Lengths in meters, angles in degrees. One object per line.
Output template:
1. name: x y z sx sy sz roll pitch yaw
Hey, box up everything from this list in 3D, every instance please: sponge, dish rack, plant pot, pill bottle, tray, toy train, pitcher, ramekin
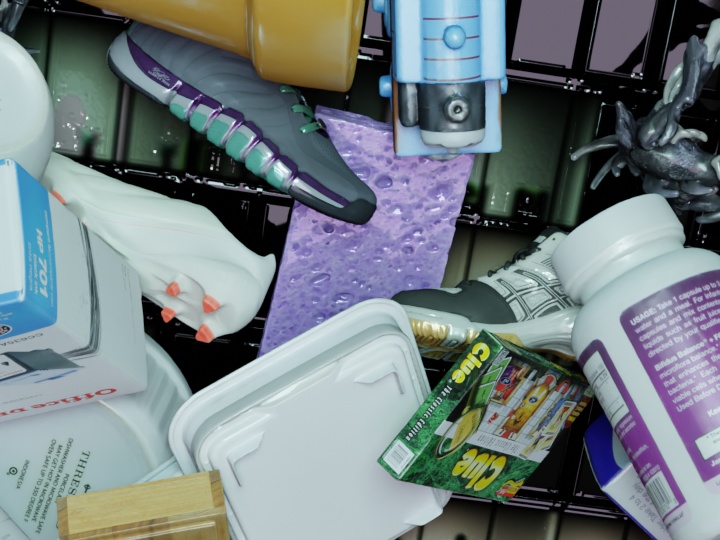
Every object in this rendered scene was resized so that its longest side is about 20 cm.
1. sponge: 0.000 0.000 1.061 0.110 0.030 0.202 12 107 -7
2. dish rack: -0.020 0.127 1.005 0.170 0.044 0.201 -28 133 -10
3. plant pot: -0.085 -0.213 0.906 0.181 0.200 0.203 6 108 1
4. pill bottle: 0.196 0.059 0.953 0.112 0.112 0.201 -28 71 7
5. tray: -0.125 0.209 0.991 0.097 0.037 0.201 -10 135 -7
6. toy train: 0.051 -0.163 0.962 0.086 0.114 0.202 -1 103 -1
7. pitcher: -0.243 -0.055 0.957 0.171 0.122 0.200 32 145 -20
8. ramekin: -0.208 0.131 1.061 0.200 0.094 0.205 0 107 -1

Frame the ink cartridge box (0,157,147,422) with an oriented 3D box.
1. ink cartridge box: -0.223 0.022 0.903 0.145 0.200 0.087 -13 69 8

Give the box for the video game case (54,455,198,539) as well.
1. video game case: -0.083 0.185 1.054 0.181 0.023 0.201 -35 136 -4

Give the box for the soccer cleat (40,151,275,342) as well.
1. soccer cleat: -0.149 -0.026 1.034 0.199 0.078 0.070 31 135 7

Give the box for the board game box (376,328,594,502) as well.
1. board game box: 0.088 0.099 1.019 0.023 0.200 0.105 44 99 26

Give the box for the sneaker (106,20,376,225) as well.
1. sneaker: -0.061 -0.111 0.989 0.199 0.074 0.088 34 95 2

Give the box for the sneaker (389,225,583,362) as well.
1. sneaker: 0.109 0.015 1.048 0.198 0.076 0.089 2 80 -14

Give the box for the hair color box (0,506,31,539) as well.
1. hair color box: -0.273 0.164 0.946 0.200 0.100 0.061 40 126 24

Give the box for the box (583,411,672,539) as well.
1. box: 0.285 0.120 1.069 0.184 0.105 0.200 43 101 -12

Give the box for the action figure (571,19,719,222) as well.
1. action figure: 0.239 -0.087 0.998 0.198 0.103 0.119 5 145 36

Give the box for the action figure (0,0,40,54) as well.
1. action figure: -0.239 -0.200 0.956 0.118 0.103 0.201 14 133 -15
